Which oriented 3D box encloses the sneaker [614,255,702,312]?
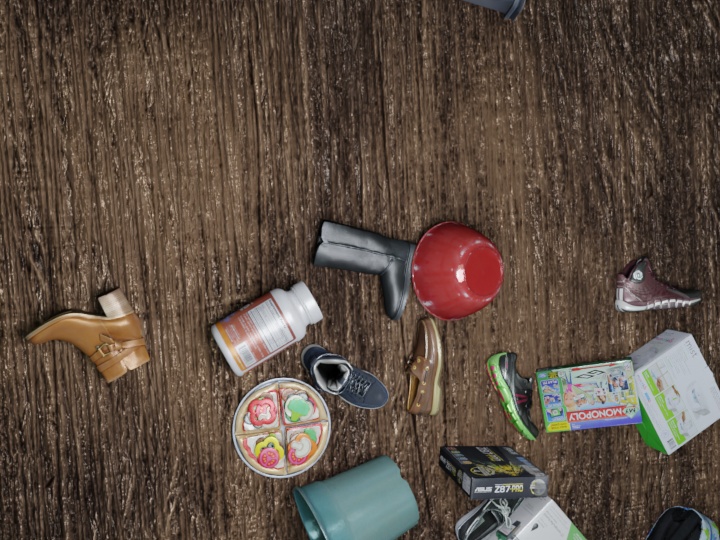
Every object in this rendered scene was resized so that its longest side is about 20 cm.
[{"bbox_3d":[0.644,0.025,1.754,0.197,0.076,0.117,-5,91,-12],"label":"sneaker"}]

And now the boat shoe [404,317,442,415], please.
[{"bbox_3d":[0.126,0.197,1.648,0.067,0.072,0.203,-1,96,-14],"label":"boat shoe"}]

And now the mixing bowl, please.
[{"bbox_3d":[0.212,0.001,1.611,0.198,0.108,0.203,0,91,-31],"label":"mixing bowl"}]

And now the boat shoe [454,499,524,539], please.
[{"bbox_3d":[0.286,0.504,1.702,0.198,0.068,0.074,-33,100,-9],"label":"boat shoe"}]

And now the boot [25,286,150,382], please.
[{"bbox_3d":[-0.502,0.139,1.507,0.198,0.074,0.156,-23,102,-8],"label":"boot"}]

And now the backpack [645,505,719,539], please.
[{"bbox_3d":[0.694,0.616,1.766,0.152,0.163,0.202,21,82,-21],"label":"backpack"}]

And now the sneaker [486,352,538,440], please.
[{"bbox_3d":[0.334,0.263,1.696,0.083,0.077,0.202,-24,99,-6],"label":"sneaker"}]

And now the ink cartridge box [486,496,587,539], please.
[{"bbox_3d":[0.361,0.591,1.716,0.200,0.084,0.146,-43,100,-7],"label":"ink cartridge box"}]

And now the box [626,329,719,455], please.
[{"bbox_3d":[0.669,0.260,1.760,0.175,0.097,0.201,-32,99,-10],"label":"box"}]

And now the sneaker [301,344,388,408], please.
[{"bbox_3d":[-0.019,0.222,1.581,0.201,0.146,0.078,31,85,-14],"label":"sneaker"}]

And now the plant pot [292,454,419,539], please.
[{"bbox_3d":[-0.002,0.472,1.583,0.194,0.200,0.203,-23,98,-18],"label":"plant pot"}]

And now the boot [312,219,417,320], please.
[{"bbox_3d":[0.000,-0.001,1.611,0.197,0.066,0.167,13,82,-16],"label":"boot"}]

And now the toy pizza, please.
[{"bbox_3d":[-0.155,0.315,1.613,0.197,0.032,0.203,-1,93,-12],"label":"toy pizza"}]

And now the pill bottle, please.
[{"bbox_3d":[-0.177,0.106,1.556,0.199,0.112,0.113,-31,99,-10],"label":"pill bottle"}]

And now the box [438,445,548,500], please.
[{"bbox_3d":[0.262,0.402,1.624,0.159,0.200,0.050,4,94,-12],"label":"box"}]

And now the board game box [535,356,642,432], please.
[{"bbox_3d":[0.479,0.262,1.706,0.197,0.029,0.136,-10,95,18],"label":"board game box"}]

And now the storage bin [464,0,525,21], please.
[{"bbox_3d":[0.268,-0.618,1.608,0.132,0.146,0.203,9,91,-3],"label":"storage bin"}]
